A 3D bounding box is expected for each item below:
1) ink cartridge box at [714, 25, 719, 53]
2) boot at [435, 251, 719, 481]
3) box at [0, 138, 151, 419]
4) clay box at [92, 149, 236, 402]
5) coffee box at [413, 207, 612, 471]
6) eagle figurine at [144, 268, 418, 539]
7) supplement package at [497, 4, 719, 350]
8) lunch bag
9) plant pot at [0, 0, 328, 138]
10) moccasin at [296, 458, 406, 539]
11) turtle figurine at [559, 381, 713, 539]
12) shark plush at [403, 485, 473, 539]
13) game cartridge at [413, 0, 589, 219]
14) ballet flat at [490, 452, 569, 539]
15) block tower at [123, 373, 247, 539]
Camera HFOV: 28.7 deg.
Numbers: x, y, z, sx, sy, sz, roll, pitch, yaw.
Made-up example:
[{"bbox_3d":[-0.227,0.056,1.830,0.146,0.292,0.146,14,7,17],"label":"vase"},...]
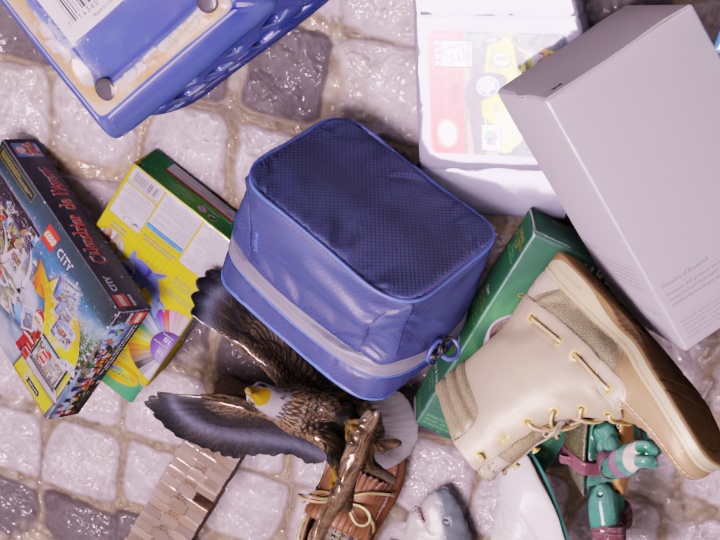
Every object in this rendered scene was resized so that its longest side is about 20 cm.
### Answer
[{"bbox_3d":[0.328,-0.221,0.895,0.128,0.125,0.201,24,118,8],"label":"ink cartridge box"},{"bbox_3d":[0.148,0.104,0.990,0.155,0.073,0.200,-46,54,14],"label":"boot"},{"bbox_3d":[-0.272,0.006,1.199,0.200,0.038,0.137,52,121,22],"label":"box"},{"bbox_3d":[-0.187,0.009,1.211,0.115,0.048,0.200,38,119,2],"label":"clay box"},{"bbox_3d":[0.139,0.059,1.107,0.122,0.044,0.201,22,119,-11],"label":"coffee box"},{"bbox_3d":[-0.062,0.102,1.132,0.200,0.152,0.151,32,151,37],"label":"eagle figurine"},{"bbox_3d":[0.206,-0.069,0.974,0.119,0.121,0.201,-33,104,-3],"label":"supplement package"},{"bbox_3d":[0.000,0.000,1.073,0.200,0.136,0.133,40,138,20],"label":"lunch bag"},{"bbox_3d":[-0.152,-0.226,1.028,0.200,0.180,0.200,-34,99,27],"label":"plant pot"},{"bbox_3d":[-0.016,0.206,1.216,0.073,0.078,0.202,31,116,8],"label":"moccasin"},{"bbox_3d":[0.204,0.146,1.082,0.100,0.149,0.201,11,105,30],"label":"turtle figurine"},{"bbox_3d":[0.103,0.285,1.219,0.083,0.091,0.200,-40,91,-2],"label":"shark plush"},{"bbox_3d":[0.108,-0.136,1.058,0.132,0.041,0.201,2,112,14],"label":"game cartridge"},{"bbox_3d":[0.141,0.238,1.119,0.069,0.069,0.201,-18,101,24],"label":"ballet flat"},{"bbox_3d":[-0.149,0.190,1.270,0.058,0.054,0.201,32,118,5],"label":"block tower"}]
